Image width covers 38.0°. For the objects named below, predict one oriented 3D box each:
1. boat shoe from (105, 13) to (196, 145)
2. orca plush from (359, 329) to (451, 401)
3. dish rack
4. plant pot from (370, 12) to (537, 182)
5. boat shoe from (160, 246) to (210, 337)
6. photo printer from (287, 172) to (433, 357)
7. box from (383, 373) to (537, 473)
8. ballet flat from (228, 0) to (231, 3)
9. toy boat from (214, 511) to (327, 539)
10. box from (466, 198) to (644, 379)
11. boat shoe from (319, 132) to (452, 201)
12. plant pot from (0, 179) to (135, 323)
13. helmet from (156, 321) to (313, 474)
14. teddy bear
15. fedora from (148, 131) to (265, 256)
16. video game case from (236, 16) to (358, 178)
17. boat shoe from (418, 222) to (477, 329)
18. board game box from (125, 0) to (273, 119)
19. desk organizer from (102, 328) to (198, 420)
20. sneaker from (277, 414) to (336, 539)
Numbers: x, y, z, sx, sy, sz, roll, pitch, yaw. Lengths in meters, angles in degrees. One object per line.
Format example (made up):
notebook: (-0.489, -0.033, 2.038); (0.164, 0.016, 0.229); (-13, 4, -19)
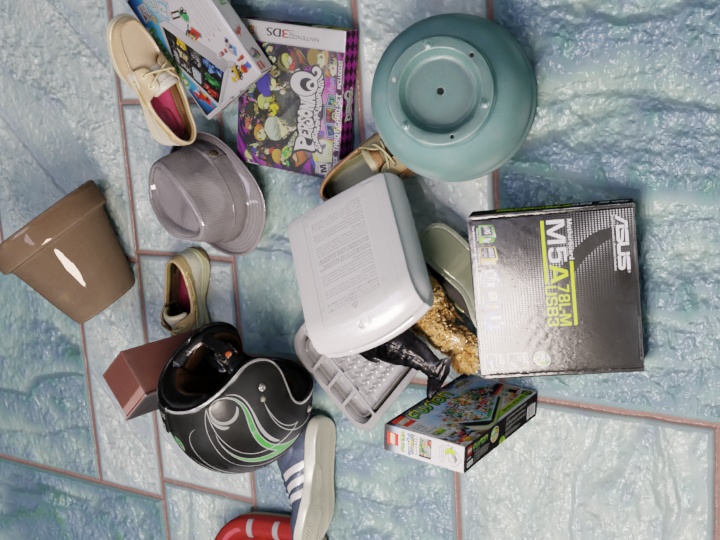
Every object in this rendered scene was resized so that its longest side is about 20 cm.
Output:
boat shoe: (-0.276, -0.257, 1.428); (0.069, 0.074, 0.201); (19, 144, 43)
orca plush: (0.014, 0.098, 1.318); (0.200, 0.071, 0.105); (42, 136, 21)
dish rack: (0.001, 0.107, 1.423); (0.172, 0.043, 0.200); (49, 139, 14)
plant pot: (0.099, -0.201, 1.199); (0.199, 0.134, 0.202); (1, 96, 12)
boat shoe: (-0.275, 0.065, 1.605); (0.074, 0.066, 0.201); (11, 108, 32)
photo printer: (0.000, 0.000, 1.280); (0.166, 0.069, 0.201); (-28, 56, 22)
box: (0.126, 0.183, 1.282); (0.110, 0.200, 0.035); (11, 109, 31)
ballet flat: (-0.218, -0.370, 1.464); (0.200, 0.068, 0.064); (-26, 115, 37)
toy boat: (-0.148, 0.446, 1.582); (0.199, 0.131, 0.131); (-4, 100, 35)
box: (0.230, 0.023, 1.227); (0.192, 0.048, 0.201); (-3, 101, 14)
boat shoe: (0.031, -0.139, 1.324); (0.200, 0.074, 0.076); (-36, 89, 22)
plant pot: (-0.452, -0.015, 1.647); (0.200, 0.200, 0.175); (-27, 103, 36)
helmet: (-0.167, 0.185, 1.454); (0.199, 0.201, 0.191); (-4, 139, 35)
teddy bear: (0.084, 0.054, 1.330); (0.067, 0.145, 0.200); (-36, 103, -3)
fedora: (-0.236, -0.102, 1.502); (0.200, 0.090, 0.177); (48, 136, 18)
video game case: (-0.088, -0.234, 1.418); (0.181, 0.036, 0.201); (16, 111, 32)
boat shoe: (0.149, 0.024, 1.314); (0.072, 0.061, 0.201); (-40, 79, 0)
board game box: (-0.221, -0.322, 1.421); (0.126, 0.035, 0.200); (-30, 97, 40)
desk organizer: (-0.271, 0.145, 1.544); (0.077, 0.200, 0.072); (55, 129, 16)
sneaker: (-0.088, 0.307, 1.534); (0.084, 0.075, 0.201); (6, 88, 35)
